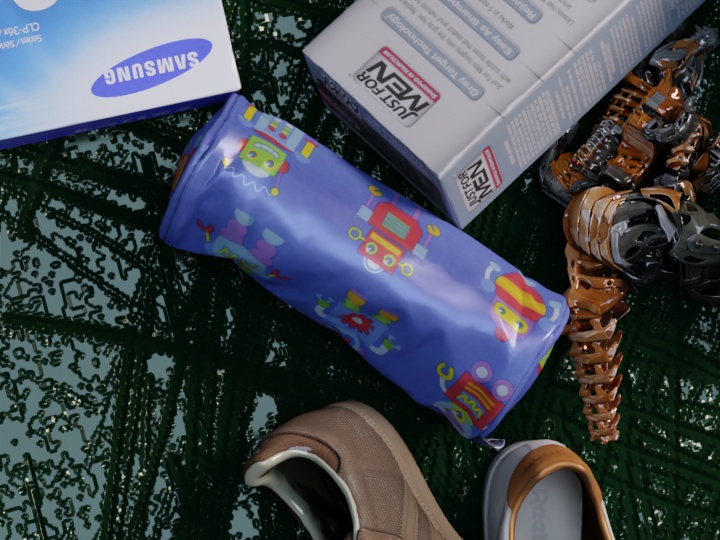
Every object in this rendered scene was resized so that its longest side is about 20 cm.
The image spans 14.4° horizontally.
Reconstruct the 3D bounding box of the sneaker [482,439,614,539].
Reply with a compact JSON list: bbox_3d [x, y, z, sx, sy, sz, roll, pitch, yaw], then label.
[{"bbox_3d":[0.088,0.180,1.328,0.072,0.085,0.201,-5,88,-9],"label":"sneaker"}]

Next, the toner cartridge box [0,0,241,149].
[{"bbox_3d":[-0.164,-0.107,1.336,0.199,0.043,0.095,-13,89,-8],"label":"toner cartridge box"}]

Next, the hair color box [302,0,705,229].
[{"bbox_3d":[0.081,-0.127,1.343,0.200,0.061,0.099,-43,65,-9],"label":"hair color box"}]

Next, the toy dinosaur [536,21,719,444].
[{"bbox_3d":[0.145,-0.019,1.358,0.135,0.102,0.201,12,98,18],"label":"toy dinosaur"}]

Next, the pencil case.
[{"bbox_3d":[0.000,0.000,1.330,0.200,0.087,0.078,33,57,-4],"label":"pencil case"}]

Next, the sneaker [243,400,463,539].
[{"bbox_3d":[0.020,0.150,1.300,0.075,0.071,0.200,-18,59,-43],"label":"sneaker"}]
